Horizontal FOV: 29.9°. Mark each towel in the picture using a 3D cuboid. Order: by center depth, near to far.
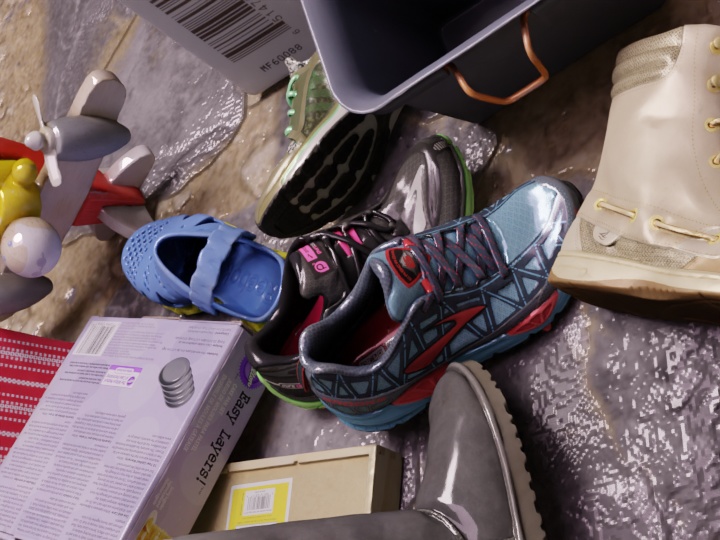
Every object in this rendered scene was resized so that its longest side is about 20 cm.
[{"bbox_3d":[-0.288,0.133,1.020,0.022,0.143,0.202,-41,42,51],"label":"towel"}]

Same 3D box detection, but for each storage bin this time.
[{"bbox_3d":[0.088,-0.165,0.814,0.199,0.134,0.147,-31,65,29],"label":"storage bin"}]

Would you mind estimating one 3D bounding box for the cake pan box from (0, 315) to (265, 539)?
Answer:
[{"bbox_3d":[-0.172,0.121,0.944,0.199,0.052,0.185,-1,52,45],"label":"cake pan box"}]

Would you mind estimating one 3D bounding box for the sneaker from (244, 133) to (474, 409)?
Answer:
[{"bbox_3d":[0.000,0.000,0.854,0.201,0.083,0.077,-55,43,6],"label":"sneaker"}]

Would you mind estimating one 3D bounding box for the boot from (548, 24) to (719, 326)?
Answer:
[{"bbox_3d":[0.197,-0.050,0.699,0.199,0.072,0.157,6,76,51],"label":"boot"}]

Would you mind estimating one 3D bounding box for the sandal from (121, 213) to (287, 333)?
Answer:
[{"bbox_3d":[-0.116,-0.007,0.969,0.199,0.087,0.080,9,77,48],"label":"sandal"}]

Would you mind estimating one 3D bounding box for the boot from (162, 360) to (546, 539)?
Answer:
[{"bbox_3d":[-0.006,0.138,0.714,0.197,0.073,0.183,-9,51,-8],"label":"boot"}]

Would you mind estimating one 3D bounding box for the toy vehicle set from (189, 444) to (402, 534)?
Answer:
[{"bbox_3d":[-0.062,0.184,0.858,0.199,0.026,0.126,-13,61,39],"label":"toy vehicle set"}]

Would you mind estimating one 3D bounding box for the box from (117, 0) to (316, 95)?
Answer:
[{"bbox_3d":[-0.075,-0.278,0.988,0.199,0.198,0.173,-26,52,29],"label":"box"}]

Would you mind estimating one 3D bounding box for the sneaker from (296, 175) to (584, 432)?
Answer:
[{"bbox_3d":[0.047,0.014,0.783,0.200,0.095,0.080,-42,51,7],"label":"sneaker"}]

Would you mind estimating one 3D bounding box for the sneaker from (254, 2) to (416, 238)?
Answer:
[{"bbox_3d":[-0.023,-0.114,0.938,0.088,0.077,0.201,26,80,37],"label":"sneaker"}]

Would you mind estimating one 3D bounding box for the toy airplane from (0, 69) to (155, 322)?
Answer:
[{"bbox_3d":[-0.245,-0.046,1.036,0.197,0.201,0.142,-20,46,1],"label":"toy airplane"}]
